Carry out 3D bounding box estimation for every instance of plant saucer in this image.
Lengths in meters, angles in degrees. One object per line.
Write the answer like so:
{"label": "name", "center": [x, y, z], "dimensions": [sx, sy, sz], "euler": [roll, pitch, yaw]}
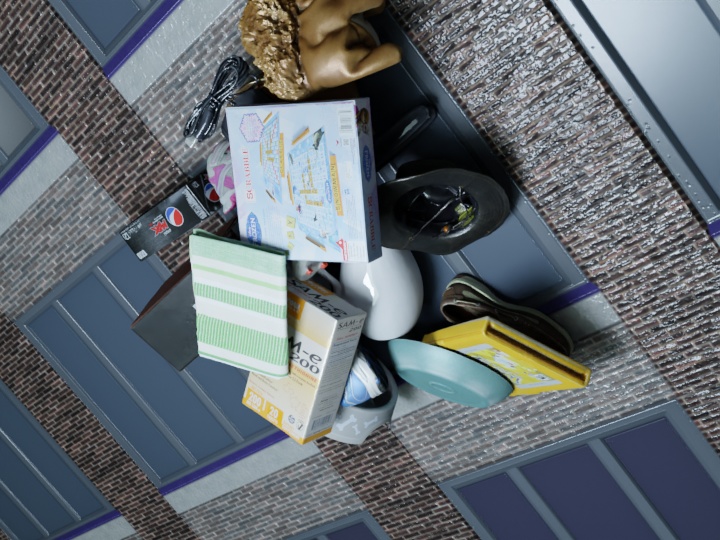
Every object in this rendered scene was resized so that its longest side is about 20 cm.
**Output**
{"label": "plant saucer", "center": [0.126, 0.159, 1.486], "dimensions": [0.198, 0.036, 0.200], "euler": [21, 164, 6]}

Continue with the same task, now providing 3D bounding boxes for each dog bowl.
{"label": "dog bowl", "center": [-0.030, 0.178, 1.566], "dimensions": [0.199, 0.200, 0.059], "euler": [33, 117, 7]}

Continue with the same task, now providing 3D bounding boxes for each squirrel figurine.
{"label": "squirrel figurine", "center": [-0.063, -0.320, 1.253], "dimensions": [0.198, 0.142, 0.188], "euler": [-21, 104, 7]}

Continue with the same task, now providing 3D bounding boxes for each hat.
{"label": "hat", "center": [0.097, -0.103, 1.348], "dimensions": [0.198, 0.082, 0.201], "euler": [-4, 148, -3]}

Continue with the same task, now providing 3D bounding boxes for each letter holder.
{"label": "letter holder", "center": [-0.221, 0.027, 1.485], "dimensions": [0.101, 0.143, 0.200], "euler": [43, 119, -14]}

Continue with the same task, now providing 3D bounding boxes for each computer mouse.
{"label": "computer mouse", "center": [-0.134, -0.178, 1.356], "dimensions": [0.199, 0.053, 0.139], "euler": [35, 107, -7]}

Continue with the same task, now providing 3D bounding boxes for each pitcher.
{"label": "pitcher", "center": [0.000, 0.000, 1.450], "dimensions": [0.170, 0.121, 0.202], "euler": [-14, 115, -3]}

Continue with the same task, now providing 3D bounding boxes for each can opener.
{"label": "can opener", "center": [0.025, -0.154, 1.364], "dimensions": [0.200, 0.063, 0.079], "euler": [-43, 88, 17]}

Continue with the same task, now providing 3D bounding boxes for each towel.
{"label": "towel", "center": [-0.162, 0.048, 1.365], "dimensions": [0.151, 0.023, 0.202], "euler": [15, 123, 23]}

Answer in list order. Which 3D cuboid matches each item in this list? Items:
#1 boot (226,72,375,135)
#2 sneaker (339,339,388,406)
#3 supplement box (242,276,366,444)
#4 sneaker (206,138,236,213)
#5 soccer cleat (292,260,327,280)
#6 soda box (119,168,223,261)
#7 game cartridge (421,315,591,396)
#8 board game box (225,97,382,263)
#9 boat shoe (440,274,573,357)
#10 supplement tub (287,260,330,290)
{"label": "boot", "center": [-0.083, -0.217, 1.406], "dimensions": [0.199, 0.077, 0.156], "euler": [-25, 104, 28]}
{"label": "sneaker", "center": [-0.041, 0.107, 1.473], "dimensions": [0.077, 0.076, 0.201], "euler": [-35, 74, 12]}
{"label": "supplement box", "center": [-0.082, 0.125, 1.427], "dimensions": [0.125, 0.073, 0.202], "euler": [28, 113, 31]}
{"label": "sneaker", "center": [-0.181, -0.156, 1.478], "dimensions": [0.089, 0.081, 0.200], "euler": [53, 148, -3]}
{"label": "soccer cleat", "center": [-0.060, -0.082, 1.346], "dimensions": [0.077, 0.069, 0.202], "euler": [30, 119, 22]}
{"label": "soda box", "center": [-0.299, -0.089, 1.620], "dimensions": [0.199, 0.071, 0.064], "euler": [-26, 104, 40]}
{"label": "game cartridge", "center": [0.196, 0.126, 1.409], "dimensions": [0.175, 0.033, 0.200], "euler": [27, 159, -15]}
{"label": "board game box", "center": [-0.073, -0.113, 1.280], "dimensions": [0.198, 0.041, 0.202], "euler": [3, 105, 31]}
{"label": "boat shoe", "center": [0.203, 0.086, 1.436], "dimensions": [0.201, 0.075, 0.075], "euler": [26, 131, 13]}
{"label": "supplement tub", "center": [-0.160, 0.045, 1.579], "dimensions": [0.198, 0.145, 0.146], "euler": [0, 121, 31]}
